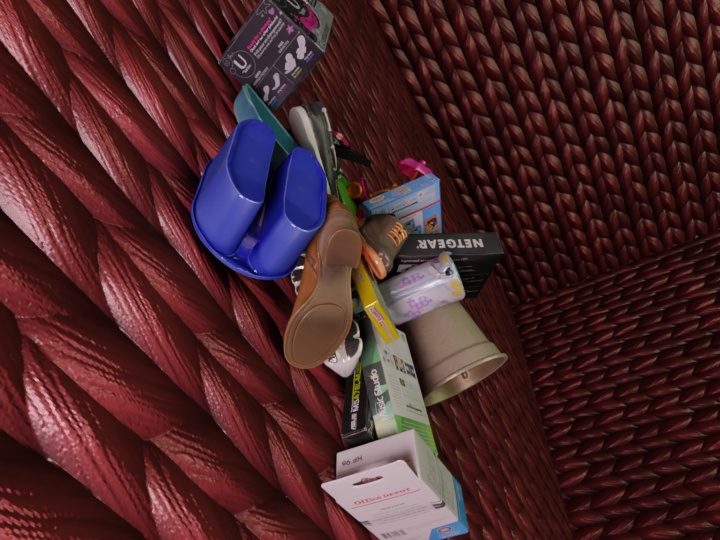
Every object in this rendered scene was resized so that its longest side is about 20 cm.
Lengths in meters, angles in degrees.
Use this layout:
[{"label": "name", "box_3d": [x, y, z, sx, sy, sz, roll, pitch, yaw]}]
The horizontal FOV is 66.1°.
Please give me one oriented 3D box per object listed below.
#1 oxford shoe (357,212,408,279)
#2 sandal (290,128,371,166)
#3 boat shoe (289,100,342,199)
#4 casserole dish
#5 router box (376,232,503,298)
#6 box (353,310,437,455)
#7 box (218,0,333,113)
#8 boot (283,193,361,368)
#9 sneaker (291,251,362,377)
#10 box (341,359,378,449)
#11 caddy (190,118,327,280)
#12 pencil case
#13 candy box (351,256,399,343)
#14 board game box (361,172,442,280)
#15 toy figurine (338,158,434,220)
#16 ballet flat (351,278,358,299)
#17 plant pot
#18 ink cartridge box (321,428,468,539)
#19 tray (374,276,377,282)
[{"label": "oxford shoe", "box_3d": [0.033, -0.049, 0.818, 0.072, 0.072, 0.201, 60, 7, -20]}, {"label": "sandal", "box_3d": [-0.050, -0.242, 1.027, 0.198, 0.046, 0.075, 8, 26, -47]}, {"label": "boat shoe", "box_3d": [-0.061, -0.182, 0.937, 0.074, 0.060, 0.204, 10, -58, 61]}, {"label": "casserole dish", "box_3d": [-0.125, -0.186, 0.826, 0.200, 0.038, 0.122, 48, 12, -49]}, {"label": "router box", "box_3d": [0.140, -0.004, 1.005, 0.150, 0.196, 0.052, 107, -23, -54]}, {"label": "box", "box_3d": [0.050, 0.172, 0.819, 0.144, 0.036, 0.203, 38, 32, -55]}, {"label": "box", "box_3d": [-0.127, -0.371, 0.879, 0.114, 0.132, 0.202, 36, 31, -24]}, {"label": "boot", "box_3d": [-0.050, 0.008, 0.711, 0.072, 0.203, 0.155, 17, 18, -18]}, {"label": "sneaker", "box_3d": [-0.048, 0.056, 0.784, 0.084, 0.079, 0.203, 86, -8, -62]}, {"label": "box", "box_3d": [0.040, 0.229, 0.848, 0.195, 0.047, 0.202, 60, 19, -30]}, {"label": "caddy", "box_3d": [-0.119, -0.080, 0.655, 0.140, 0.105, 0.202, 29, 36, -24]}, {"label": "pencil case", "box_3d": [0.074, 0.044, 0.910, 0.084, 0.197, 0.091, 65, 10, -2]}, {"label": "candy box", "box_3d": [0.000, 0.000, 0.802, 0.103, 0.026, 0.202, 56, 9, -50]}, {"label": "board game box", "box_3d": [0.086, -0.066, 1.056, 0.037, 0.149, 0.203, 48, -24, 47]}, {"label": "toy figurine", "box_3d": [0.069, -0.136, 1.099, 0.204, 0.181, 0.150, 70, 13, 11]}, {"label": "ballet flat", "box_3d": [0.003, -0.018, 0.940, 0.068, 0.067, 0.202, 55, 31, -27]}, {"label": "plant pot", "box_3d": [0.158, 0.140, 1.096, 0.186, 0.199, 0.200, 62, 15, 23]}, {"label": "ink cartridge box", "box_3d": [0.045, 0.272, 0.699, 0.201, 0.114, 0.069, 55, 21, -36]}, {"label": "tray", "box_3d": [-0.003, -0.011, 1.032, 0.203, 0.022, 0.107, 65, 18, -10]}]
